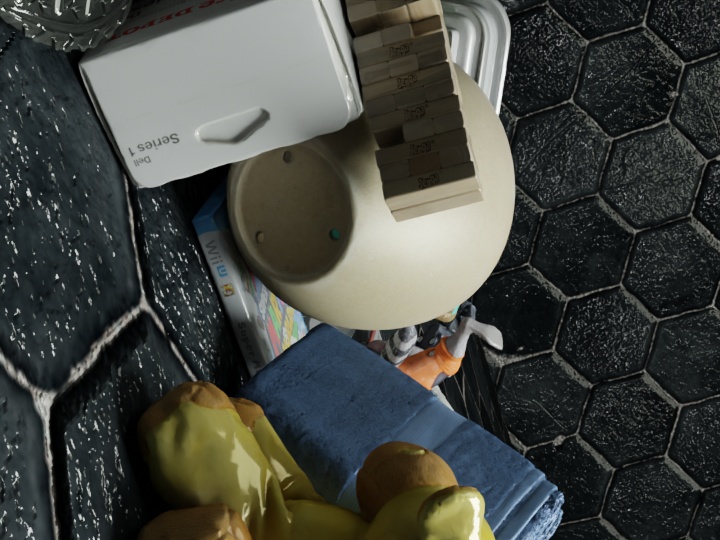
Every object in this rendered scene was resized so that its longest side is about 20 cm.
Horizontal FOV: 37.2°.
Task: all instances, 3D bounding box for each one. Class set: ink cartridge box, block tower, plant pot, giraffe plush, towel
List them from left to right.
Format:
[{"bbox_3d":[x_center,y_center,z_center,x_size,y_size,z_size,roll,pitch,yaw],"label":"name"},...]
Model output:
[{"bbox_3d":[-0.076,-0.150,0.661,0.201,0.144,0.085,-92,162,-58],"label":"ink cartridge box"},{"bbox_3d":[-0.012,-0.048,0.705,0.134,0.197,0.204,-23,98,-60],"label":"plant pot"},{"bbox_3d":[-0.006,0.145,0.532,0.173,0.159,0.203,52,23,-66],"label":"giraffe plush"},{"bbox_3d":[0.019,0.119,0.655,0.111,0.199,0.049,-33,147,-42],"label":"towel"},{"bbox_3d":[0.025,-0.129,0.622,0.054,0.057,0.204,53,26,-68],"label":"block tower"}]

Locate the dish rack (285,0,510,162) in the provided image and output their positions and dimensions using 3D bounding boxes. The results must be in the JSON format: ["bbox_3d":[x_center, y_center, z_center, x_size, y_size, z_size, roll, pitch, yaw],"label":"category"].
[{"bbox_3d":[0.003,-0.126,0.782,0.043,0.197,0.175,-23,124,-60],"label":"dish rack"}]

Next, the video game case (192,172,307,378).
[{"bbox_3d":[-0.068,0.034,0.793,0.143,0.017,0.203,-76,149,-70],"label":"video game case"}]

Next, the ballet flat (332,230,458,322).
[{"bbox_3d":[0.000,0.000,0.836,0.067,0.197,0.074,-23,119,-49],"label":"ballet flat"}]

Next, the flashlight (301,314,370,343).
[{"bbox_3d":[-0.022,0.016,0.977,0.200,0.067,0.069,-89,-174,-70],"label":"flashlight"}]

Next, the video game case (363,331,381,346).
[{"bbox_3d":[0.022,0.152,1.130,0.200,0.017,0.145,-69,142,-75],"label":"video game case"}]

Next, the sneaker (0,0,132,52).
[{"bbox_3d":[-0.147,-0.174,0.557,0.201,0.078,0.075,-62,177,-59],"label":"sneaker"}]

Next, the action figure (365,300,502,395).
[{"bbox_3d":[0.038,0.077,0.927,0.104,0.193,0.202,40,63,-15],"label":"action figure"}]

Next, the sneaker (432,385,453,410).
[{"bbox_3d":[0.048,0.136,1.038,0.200,0.074,0.101,156,-86,-85],"label":"sneaker"}]
